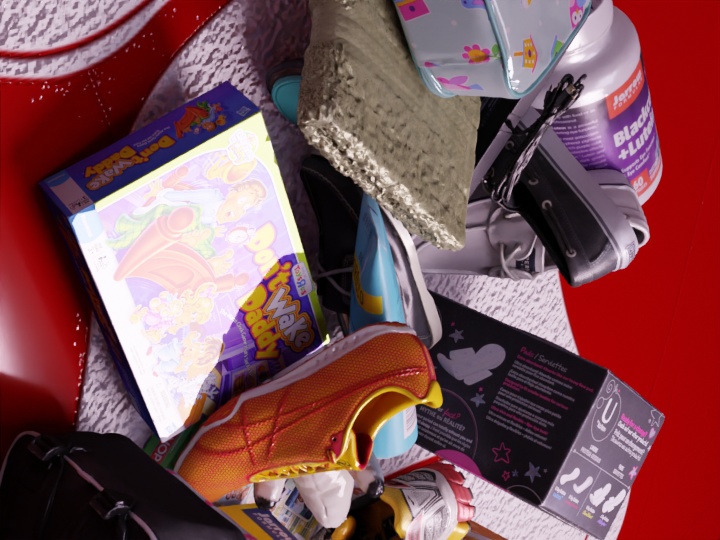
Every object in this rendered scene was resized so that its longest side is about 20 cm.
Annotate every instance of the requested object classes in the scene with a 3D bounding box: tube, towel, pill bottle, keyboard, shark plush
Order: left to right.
[{"bbox_3d":[-0.045,0.087,1.208,0.083,0.091,0.201,-17,88,-80],"label":"shark plush"},{"bbox_3d":[0.013,0.039,1.175,0.050,0.078,0.200,-9,126,-8],"label":"tube"},{"bbox_3d":[0.022,-0.108,1.109,0.200,0.036,0.149,38,51,-50],"label":"towel"},{"bbox_3d":[0.105,-0.109,1.215,0.021,0.127,0.200,20,115,-28],"label":"keyboard"},{"bbox_3d":[0.168,-0.140,1.328,0.111,0.111,0.200,-49,142,-23],"label":"pill bottle"}]

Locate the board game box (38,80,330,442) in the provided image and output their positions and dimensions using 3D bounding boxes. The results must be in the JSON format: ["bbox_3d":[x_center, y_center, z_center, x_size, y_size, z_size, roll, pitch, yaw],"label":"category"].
[{"bbox_3d":[-0.105,-0.002,1.076,0.134,0.045,0.200,-31,134,-16],"label":"board game box"}]

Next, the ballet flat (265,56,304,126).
[{"bbox_3d":[0.001,-0.111,1.176,0.200,0.073,0.073,37,79,-48],"label":"ballet flat"}]

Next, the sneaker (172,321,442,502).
[{"bbox_3d":[-0.040,0.108,1.119,0.200,0.077,0.073,-32,158,17],"label":"sneaker"}]

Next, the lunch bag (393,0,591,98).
[{"bbox_3d":[0.078,-0.217,1.097,0.161,0.077,0.200,-56,135,-43],"label":"lunch bag"}]

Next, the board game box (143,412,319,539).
[{"bbox_3d":[-0.087,0.153,1.236,0.135,0.029,0.200,-59,144,-12],"label":"board game box"}]

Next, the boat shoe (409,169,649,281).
[{"bbox_3d":[0.122,-0.023,1.299,0.199,0.066,0.072,-8,135,-12],"label":"boat shoe"}]

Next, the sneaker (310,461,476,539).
[{"bbox_3d":[-0.005,0.207,1.286,0.082,0.078,0.200,-3,146,-45],"label":"sneaker"}]

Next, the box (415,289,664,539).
[{"bbox_3d":[0.110,0.105,1.317,0.132,0.200,0.115,34,83,-55],"label":"box"}]

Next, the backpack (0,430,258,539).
[{"bbox_3d":[-0.159,0.215,1.049,0.150,0.177,0.200,16,101,-48],"label":"backpack"}]

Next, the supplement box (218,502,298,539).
[{"bbox_3d":[-0.107,0.276,1.178,0.109,0.109,0.200,2,116,-47],"label":"supplement box"}]

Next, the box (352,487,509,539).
[{"bbox_3d":[0.076,0.258,1.359,0.124,0.200,0.098,14,97,-55],"label":"box"}]

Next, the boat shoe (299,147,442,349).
[{"bbox_3d":[0.000,0.000,1.216,0.068,0.072,0.200,-42,131,-23],"label":"boat shoe"}]

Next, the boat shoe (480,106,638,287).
[{"bbox_3d":[0.122,-0.068,1.249,0.057,0.200,0.069,-31,148,-14],"label":"boat shoe"}]
